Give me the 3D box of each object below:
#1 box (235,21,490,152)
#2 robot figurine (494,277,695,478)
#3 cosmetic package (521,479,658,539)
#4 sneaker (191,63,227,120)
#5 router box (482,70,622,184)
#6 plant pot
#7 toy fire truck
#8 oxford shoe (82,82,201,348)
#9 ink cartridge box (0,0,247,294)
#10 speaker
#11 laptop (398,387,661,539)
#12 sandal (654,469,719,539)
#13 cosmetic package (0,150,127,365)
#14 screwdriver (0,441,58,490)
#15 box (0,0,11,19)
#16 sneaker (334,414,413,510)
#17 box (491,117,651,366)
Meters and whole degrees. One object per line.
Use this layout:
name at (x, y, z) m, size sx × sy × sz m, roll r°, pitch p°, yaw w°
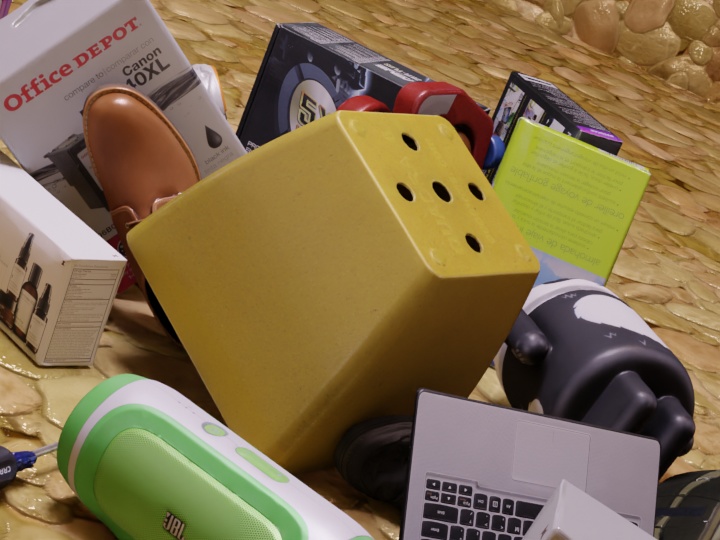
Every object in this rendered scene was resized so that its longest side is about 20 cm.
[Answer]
box at (-0.006, -0.114, 1.777) m, size 0.199 × 0.165 × 0.086 m, roll 29°, pitch 18°, yaw 19°
robot figurine at (0.179, 0.085, 1.474) m, size 0.124 × 0.151 × 0.200 m, roll -19°, pitch 29°, yaw -8°
cosmetic package at (0.159, 0.218, 1.037) m, size 0.199 × 0.113 × 0.081 m, roll 35°, pitch 18°, yaw 2°
sneaker at (-0.197, -0.138, 1.688) m, size 0.091 × 0.076 × 0.200 m, roll -10°, pitch -2°, yaw -30°
router box at (0.144, -0.058, 1.729) m, size 0.051 × 0.201 × 0.149 m, roll 14°, pitch 20°, yaw -27°
plant pot at (0.000, 0.000, 1.313) m, size 0.199 × 0.176 × 0.201 m, roll -2°, pitch 56°, yaw -54°
toy fire truck at (0.053, -0.065, 1.655) m, size 0.112 × 0.201 × 0.167 m, roll 28°, pitch 22°, yaw 34°
oxford shoe at (-0.144, -0.037, 1.373) m, size 0.071 × 0.201 × 0.071 m, roll -18°, pitch 21°, yaw 9°
ink cartridge box at (-0.183, -0.108, 1.424) m, size 0.200 × 0.145 × 0.083 m, roll 57°, pitch -3°, yaw -34°
speaker at (-0.078, 0.138, 1.078) m, size 0.199 × 0.089 × 0.088 m, roll 32°, pitch 20°, yaw 30°
laptop at (0.128, 0.181, 1.163) m, size 0.186 × 0.202 × 0.116 m, roll 14°, pitch -14°, yaw -26°
sandal at (0.236, 0.188, 1.366) m, size 0.079 × 0.058 × 0.201 m, roll -3°, pitch 17°, yaw 39°
cosmetic package at (-0.244, -0.018, 1.344) m, size 0.050 × 0.083 × 0.200 m, roll 4°, pitch 24°, yaw -45°
screwdriver at (-0.183, 0.109, 1.138) m, size 0.200 × 0.028 × 0.029 m, roll -7°, pitch 64°, yaw -59°
box at (-0.380, -0.260, 1.734) m, size 0.096 × 0.177 × 0.200 m, roll 22°, pitch 17°, yaw 1°
sneaker at (0.085, 0.155, 1.265) m, size 0.199 × 0.060 × 0.104 m, roll 19°, pitch 14°, yaw -27°
box at (0.151, -0.013, 1.623) m, size 0.121 × 0.201 × 0.048 m, roll 23°, pitch 8°, yaw 5°
